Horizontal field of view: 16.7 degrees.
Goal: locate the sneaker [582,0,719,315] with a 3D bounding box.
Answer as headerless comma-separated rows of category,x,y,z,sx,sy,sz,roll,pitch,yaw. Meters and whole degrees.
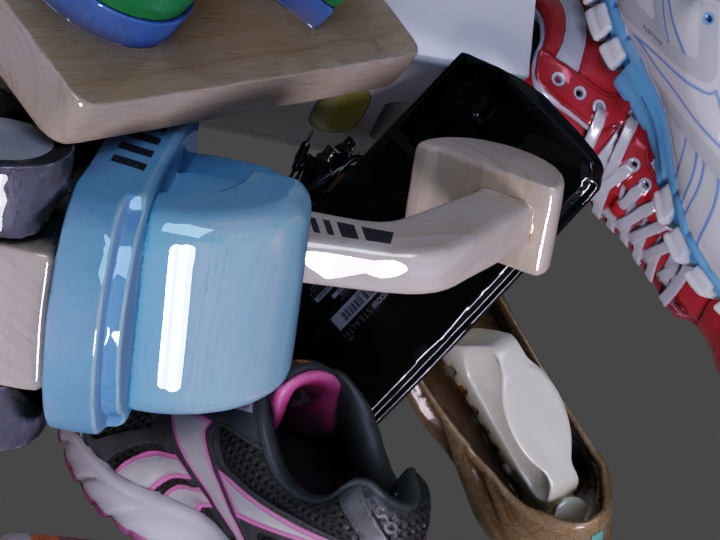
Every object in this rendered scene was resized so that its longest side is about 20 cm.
sneaker,0.152,-0.064,0.953,0.075,0.087,0.201,-13,67,-28

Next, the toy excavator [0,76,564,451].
toy excavator,-0.036,-0.005,0.824,0.199,0.195,0.100,11,112,3

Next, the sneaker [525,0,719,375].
sneaker,0.116,-0.030,1.014,0.112,0.071,0.201,-3,64,-18

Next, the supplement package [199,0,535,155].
supplement package,-0.033,-0.144,0.998,0.199,0.111,0.157,10,69,-9

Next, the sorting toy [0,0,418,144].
sorting toy,-0.077,-0.151,0.829,0.199,0.070,0.200,53,32,13

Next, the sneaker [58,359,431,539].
sneaker,-0.032,0.062,0.860,0.080,0.087,0.200,-9,32,-40

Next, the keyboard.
keyboard,0.000,0.000,0.951,0.200,0.040,0.104,-45,72,12

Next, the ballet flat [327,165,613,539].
ballet flat,0.041,0.031,0.974,0.068,0.072,0.201,-26,78,-21

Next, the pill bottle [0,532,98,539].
pill bottle,-0.041,0.159,0.888,0.199,0.110,0.110,7,69,-10
